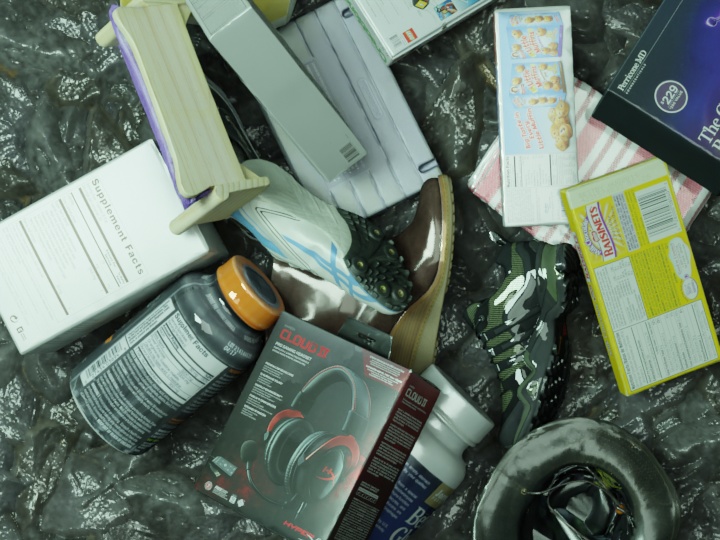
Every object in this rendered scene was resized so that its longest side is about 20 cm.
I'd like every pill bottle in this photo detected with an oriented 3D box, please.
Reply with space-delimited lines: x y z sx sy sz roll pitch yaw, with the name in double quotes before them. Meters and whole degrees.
"pill bottle" 0.027 0.186 1.652 0.111 0.111 0.200 44 94 3
"pill bottle" -0.165 0.073 1.655 0.200 0.106 0.106 -39 87 14

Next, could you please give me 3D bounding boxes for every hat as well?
"hat" 0.193 0.236 1.656 0.199 0.081 0.202 0 86 -3

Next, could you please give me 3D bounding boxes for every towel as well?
"towel" 0.219 -0.081 1.681 0.199 0.030 0.147 34 93 1

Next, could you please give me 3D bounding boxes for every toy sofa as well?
"toy sofa" -0.169 -0.139 1.576 0.083 0.097 0.201 -31 78 47

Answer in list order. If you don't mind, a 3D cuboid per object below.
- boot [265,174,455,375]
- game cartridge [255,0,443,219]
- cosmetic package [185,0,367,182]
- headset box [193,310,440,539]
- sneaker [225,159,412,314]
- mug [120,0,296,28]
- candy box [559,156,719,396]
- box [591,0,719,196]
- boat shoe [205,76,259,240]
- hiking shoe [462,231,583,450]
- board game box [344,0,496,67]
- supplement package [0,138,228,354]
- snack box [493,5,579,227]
"boot" 0.000 0.000 1.667 0.165 0.072 0.201 9 99 1
"game cartridge" -0.020 -0.147 1.697 0.129 0.038 0.201 -26 88 8
"cosmetic package" -0.074 -0.171 1.588 0.051 0.083 0.200 -36 130 6
"headset box" -0.034 0.140 1.587 0.148 0.075 0.201 24 83 30
"sneaker" -0.039 -0.024 1.630 0.200 0.072 0.073 37 135 5
"mug" -0.131 -0.280 1.638 0.152 0.187 0.150 17 121 -1
"candy box" 0.260 0.005 1.650 0.102 0.026 0.201 -19 98 -8
"box" 0.323 -0.193 1.622 0.141 0.079 0.201 31 76 6
"boat shoe" -0.139 -0.113 1.688 0.070 0.066 0.201 -31 88 4
"hiking shoe" 0.144 0.066 1.672 0.100 0.076 0.201 13 94 25
"board game box" 0.026 -0.308 1.677 0.126 0.035 0.201 -31 87 -12
"supplement package" -0.243 -0.021 1.669 0.199 0.121 0.120 -28 86 3
"snack box" 0.163 -0.142 1.655 0.071 0.024 0.201 -3 91 2
